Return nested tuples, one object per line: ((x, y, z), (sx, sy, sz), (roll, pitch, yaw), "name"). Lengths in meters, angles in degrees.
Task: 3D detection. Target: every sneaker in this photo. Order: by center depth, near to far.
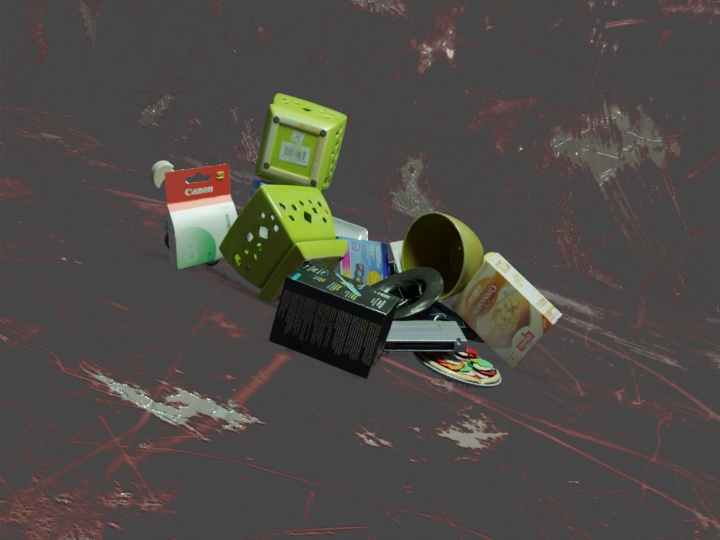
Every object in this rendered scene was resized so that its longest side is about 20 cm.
((0.233, 0.139, 1.627), (0.195, 0.071, 0.079), (19, 32, -16), "sneaker")

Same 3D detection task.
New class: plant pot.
((-0.157, -0.049, 1.515), (0.198, 0.200, 0.183), (-7, 54, -53), "plant pot")
((0.214, -0.033, 1.647), (0.139, 0.206, 0.198), (-2, 22, -42), "plant pot")
((-0.152, -0.305, 1.712), (0.194, 0.204, 0.182), (16, 17, -3), "plant pot")

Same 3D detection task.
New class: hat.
((0.102, 0.078, 1.575), (0.195, 0.082, 0.203), (-15, 32, 10), "hat")

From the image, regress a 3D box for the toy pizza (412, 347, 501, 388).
((0.202, 0.185, 1.444), (0.195, 0.033, 0.201), (17, 13, -4), "toy pizza")

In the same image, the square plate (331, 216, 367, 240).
((-0.063, -0.037, 1.728), (0.196, 0.204, 0.028), (17, -31, -33), "square plate")

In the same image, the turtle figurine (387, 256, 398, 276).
((0.101, 0.023, 1.846), (0.198, 0.102, 0.150), (21, 20, -49), "turtle figurine")

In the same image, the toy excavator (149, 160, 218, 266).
((-0.395, -0.131, 1.572), (0.190, 0.206, 0.099), (8, 14, -35), "toy excavator")

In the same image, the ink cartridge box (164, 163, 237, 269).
((-0.340, -0.118, 1.512), (0.158, 0.206, 0.050), (-15, 29, -37), "ink cartridge box")

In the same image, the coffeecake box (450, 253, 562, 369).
((0.326, 0.091, 1.564), (0.200, 0.155, 0.072), (45, 34, 16), "coffeecake box")

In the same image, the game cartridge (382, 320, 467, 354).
((0.113, 0.137, 1.432), (0.193, 0.040, 0.130), (1, 10, -3), "game cartridge")

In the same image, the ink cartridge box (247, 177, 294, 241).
((-0.216, -0.111, 1.739), (0.142, 0.206, 0.084), (10, 11, -27), "ink cartridge box")

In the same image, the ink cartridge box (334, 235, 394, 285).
((0.000, 0.000, 1.675), (0.197, 0.141, 0.075), (6, -13, -44), "ink cartridge box")

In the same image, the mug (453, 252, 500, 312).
((0.297, 0.066, 1.743), (0.146, 0.192, 0.152), (-19, -4, 28), "mug")

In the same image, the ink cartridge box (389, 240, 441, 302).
((0.129, 0.015, 1.754), (0.044, 0.181, 0.199), (-23, -5, 28), "ink cartridge box")

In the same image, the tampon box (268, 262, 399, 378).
((-0.045, 0.089, 1.290), (0.195, 0.130, 0.150), (20, 13, 10), "tampon box")
